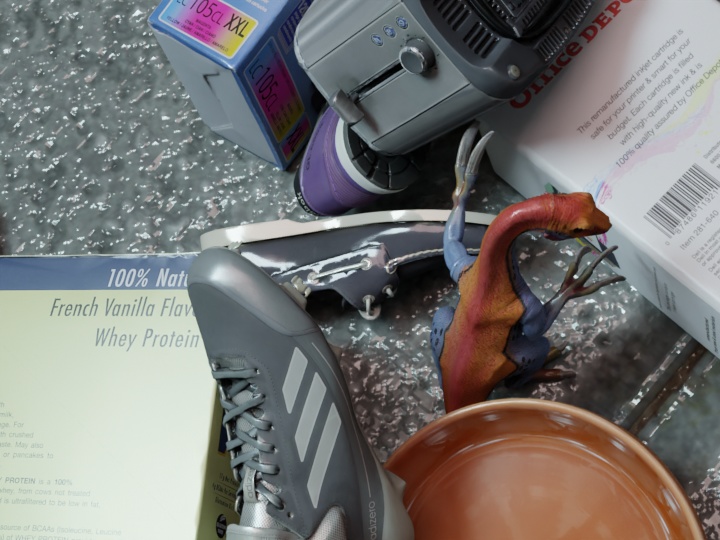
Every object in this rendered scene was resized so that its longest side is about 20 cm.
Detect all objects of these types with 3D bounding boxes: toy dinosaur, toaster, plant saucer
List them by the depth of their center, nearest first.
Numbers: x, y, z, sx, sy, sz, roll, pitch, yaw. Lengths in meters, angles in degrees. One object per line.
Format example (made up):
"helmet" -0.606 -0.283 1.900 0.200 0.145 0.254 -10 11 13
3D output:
"plant saucer" 0.088 0.168 0.851 0.198 0.032 0.203 -1 86 19
"toy dinosaur" 0.082 0.029 0.859 0.104 0.182 0.202 13 77 9
"toaster" 0.052 -0.155 0.910 0.114 0.129 0.200 47 50 -13

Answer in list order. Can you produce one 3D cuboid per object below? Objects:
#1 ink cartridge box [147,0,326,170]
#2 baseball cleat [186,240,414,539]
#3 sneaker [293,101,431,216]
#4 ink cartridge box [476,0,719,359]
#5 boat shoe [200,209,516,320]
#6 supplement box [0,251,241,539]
"ink cartridge box" -0.031 -0.183 1.015 0.076 0.137 0.201 29 76 21
"baseball cleat" -0.041 0.089 0.795 0.069 0.201 0.106 -7 31 50
"sneaker" 0.013 -0.116 1.008 0.087 0.076 0.201 -29 24 49
"ink cartridge box" 0.186 -0.069 0.936 0.145 0.084 0.200 -44 63 -8
"boat shoe" 0.000 0.000 0.971 0.198 0.073 0.064 -5 83 15
"supplement box" -0.145 0.107 0.896 0.198 0.134 0.202 -1 71 19
